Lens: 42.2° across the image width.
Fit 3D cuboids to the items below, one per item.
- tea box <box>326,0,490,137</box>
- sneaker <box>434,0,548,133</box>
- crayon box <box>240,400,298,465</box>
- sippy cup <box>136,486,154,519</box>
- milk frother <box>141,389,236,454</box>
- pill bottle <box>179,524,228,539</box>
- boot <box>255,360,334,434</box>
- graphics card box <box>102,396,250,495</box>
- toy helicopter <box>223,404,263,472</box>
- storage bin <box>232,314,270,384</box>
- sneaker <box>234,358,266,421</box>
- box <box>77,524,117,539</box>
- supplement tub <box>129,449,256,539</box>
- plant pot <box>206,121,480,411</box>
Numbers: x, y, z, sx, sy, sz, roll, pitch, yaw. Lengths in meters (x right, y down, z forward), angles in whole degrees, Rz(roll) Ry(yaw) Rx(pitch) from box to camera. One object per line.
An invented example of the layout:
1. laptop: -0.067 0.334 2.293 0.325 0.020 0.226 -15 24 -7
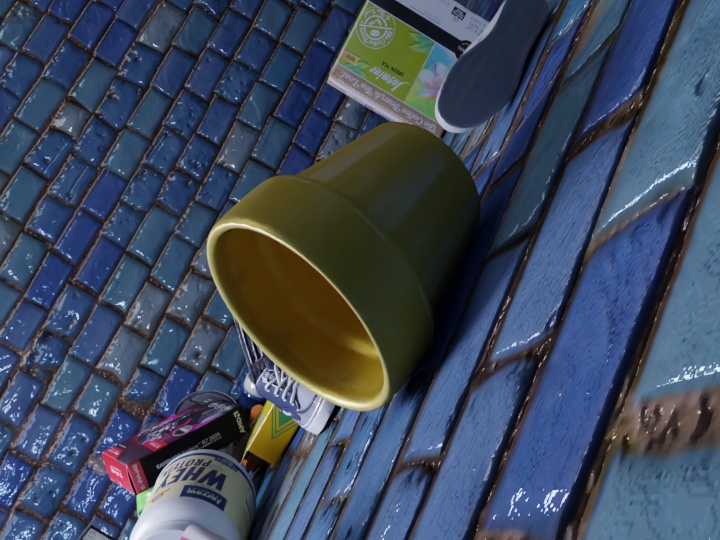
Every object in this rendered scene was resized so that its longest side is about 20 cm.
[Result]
1. tea box: 0.077 -0.334 1.456 0.200 0.197 0.134 -62 6 4
2. sneaker: 0.136 -0.213 1.050 0.201 0.073 0.116 -54 1 -22
3. crayon box: -0.105 0.191 1.358 0.202 0.050 0.127 -60 6 18
4. sippy cup: -0.247 0.347 1.412 0.128 0.142 0.178 -17 13 21
5. milk frother: -0.275 0.351 1.597 0.201 0.177 0.191 52 147 38
6. pill bottle: -0.127 0.310 0.704 0.203 0.112 0.113 -64 7 -19
7. boot: -0.081 0.149 1.143 0.074 0.089 0.200 -63 6 -17
8. graphics card box: -0.276 0.258 1.401 0.197 0.052 0.125 -24 12 -29
9. toy helicopter: -0.159 0.252 1.562 0.201 0.078 0.133 -53 -8 -27
10. storage bin: -0.152 0.106 1.585 0.092 0.138 0.200 -17 -1 -4
11. sneaker: -0.182 0.227 1.738 0.200 0.075 0.113 -57 -10 -74
12. box: -0.310 0.452 1.221 0.160 0.198 0.050 -59 2 13
13. supplement tub: -0.213 0.334 1.189 0.147 0.143 0.200 -60 6 13
14. plant pot: 0.001 -0.019 0.796 0.189 0.200 0.201 -47 -2 -29
